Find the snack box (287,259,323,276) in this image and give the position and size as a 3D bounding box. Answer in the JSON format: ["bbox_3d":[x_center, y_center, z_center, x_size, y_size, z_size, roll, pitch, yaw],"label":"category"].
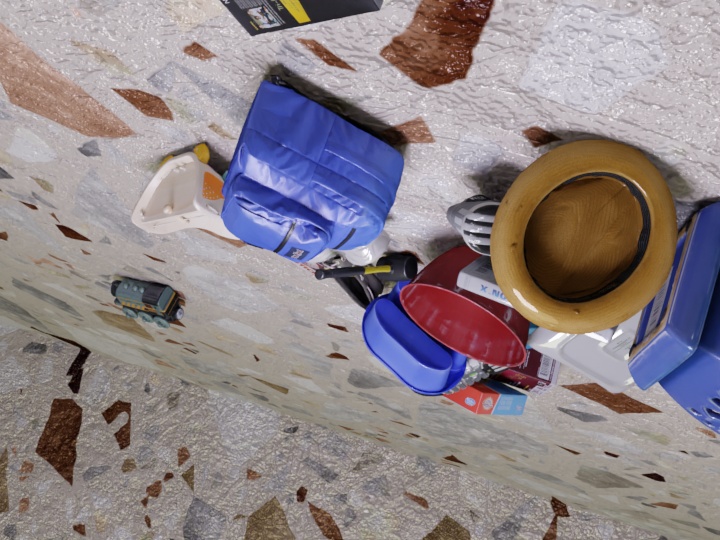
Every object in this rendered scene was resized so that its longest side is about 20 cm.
[{"bbox_3d":[-0.116,-0.041,1.282,0.198,0.025,0.071,33,155,-30],"label":"snack box"}]

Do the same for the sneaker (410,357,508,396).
[{"bbox_3d":[0.172,0.141,1.330,0.196,0.118,0.075,-21,142,18],"label":"sneaker"}]

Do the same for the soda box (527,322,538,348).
[{"bbox_3d":[0.267,0.074,1.161,0.063,0.069,0.199,29,158,-24],"label":"soda box"}]

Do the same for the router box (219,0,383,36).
[{"bbox_3d":[-0.086,-0.285,0.604,0.154,0.053,0.200,4,155,37],"label":"router box"}]

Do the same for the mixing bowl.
[{"bbox_3d":[0.166,0.036,1.076,0.197,0.110,0.201,28,160,11],"label":"mixing bowl"}]

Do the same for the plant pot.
[{"bbox_3d":[0.407,0.056,0.817,0.176,0.204,0.201,21,161,10],"label":"plant pot"}]

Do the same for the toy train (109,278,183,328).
[{"bbox_3d":[-0.533,0.073,1.878,0.196,0.086,0.115,13,147,23],"label":"toy train"}]

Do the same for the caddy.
[{"bbox_3d":[0.094,0.109,1.251,0.199,0.141,0.106,42,148,14],"label":"caddy"}]

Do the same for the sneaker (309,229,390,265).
[{"bbox_3d":[-0.046,-0.069,1.105,0.197,0.078,0.100,1,134,45],"label":"sneaker"}]

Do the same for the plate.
[{"bbox_3d":[0.364,0.094,1.047,0.197,0.033,0.200,27,128,-22],"label":"plate"}]

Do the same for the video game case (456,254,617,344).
[{"bbox_3d":[0.230,0.017,0.908,0.179,0.023,0.199,22,-158,22],"label":"video game case"}]

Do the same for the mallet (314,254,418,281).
[{"bbox_3d":[0.000,0.000,1.144,0.197,0.042,0.065,-4,-177,-41],"label":"mallet"}]

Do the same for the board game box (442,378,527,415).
[{"bbox_3d":[0.194,0.214,1.427,0.151,0.041,0.198,12,-172,-45],"label":"board game box"}]

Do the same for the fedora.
[{"bbox_3d":[0.229,-0.036,0.796,0.196,0.205,0.082,18,-173,1],"label":"fedora"}]

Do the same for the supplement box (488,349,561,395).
[{"bbox_3d":[0.263,0.166,1.405,0.195,0.062,0.109,18,161,5],"label":"supplement box"}]

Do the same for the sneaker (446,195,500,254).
[{"bbox_3d":[0.193,-0.057,0.908,0.195,0.077,0.115,10,-167,-22],"label":"sneaker"}]

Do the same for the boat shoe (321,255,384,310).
[{"bbox_3d":[-0.021,0.002,1.257,0.066,0.058,0.200,3,154,36],"label":"boat shoe"}]

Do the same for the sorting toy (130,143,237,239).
[{"bbox_3d":[-0.215,-0.093,1.140,0.178,0.109,0.197,30,158,-38],"label":"sorting toy"}]

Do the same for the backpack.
[{"bbox_3d":[-0.059,-0.097,0.896,0.196,0.172,0.162,20,167,-14],"label":"backpack"}]
